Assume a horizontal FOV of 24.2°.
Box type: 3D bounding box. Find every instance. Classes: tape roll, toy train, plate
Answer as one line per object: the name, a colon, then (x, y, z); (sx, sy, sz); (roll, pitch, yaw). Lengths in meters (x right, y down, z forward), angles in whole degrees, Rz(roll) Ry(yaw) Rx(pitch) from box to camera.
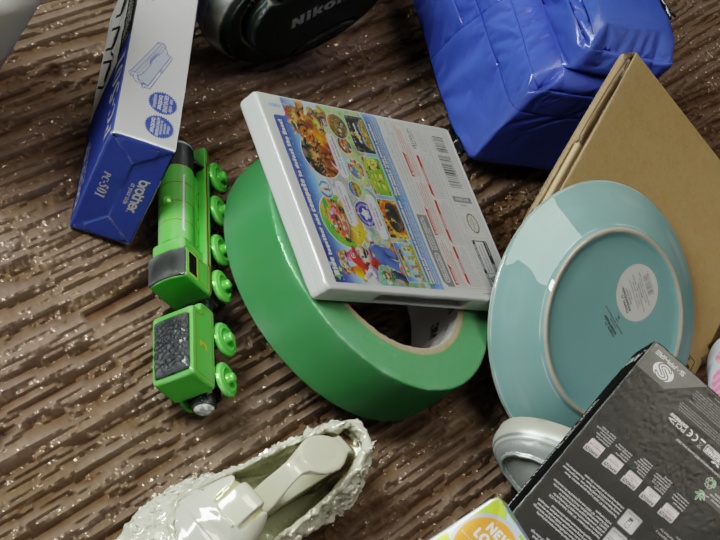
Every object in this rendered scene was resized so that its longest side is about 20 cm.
tape roll: (0.000, 0.000, 1.110); (0.200, 0.048, 0.201); (32, 40, -31)
toy train: (-0.108, -0.001, 1.048); (0.056, 0.042, 0.200); (46, 30, -46)
plate: (0.171, 0.037, 1.176); (0.200, 0.026, 0.201); (-3, 95, -35)

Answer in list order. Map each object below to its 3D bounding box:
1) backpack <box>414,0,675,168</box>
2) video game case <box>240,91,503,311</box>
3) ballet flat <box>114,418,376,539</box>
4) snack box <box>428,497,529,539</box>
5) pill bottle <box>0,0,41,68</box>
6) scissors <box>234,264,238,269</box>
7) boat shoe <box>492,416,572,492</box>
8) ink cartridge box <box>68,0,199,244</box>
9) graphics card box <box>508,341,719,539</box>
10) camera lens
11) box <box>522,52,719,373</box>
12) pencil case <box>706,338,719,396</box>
backpack: (0.146, -0.201, 1.326); (0.162, 0.168, 0.200); (8, 52, -42)
video game case: (0.016, -0.042, 1.107); (0.200, 0.018, 0.143); (5, 57, -50)
ballet flat: (-0.063, 0.132, 0.965); (0.200, 0.072, 0.072); (-27, 75, -47)
snack box: (0.027, 0.230, 0.864); (0.142, 0.200, 0.053); (58, 3, 15)
pill bottle: (-0.246, -0.161, 0.961); (0.113, 0.200, 0.114); (21, 45, -23)
scissors: (-0.046, -0.048, 1.147); (0.073, 0.014, 0.200); (33, 32, -20)
boat shoe: (0.164, 0.176, 1.104); (0.201, 0.070, 0.072); (37, 51, 1)
ink cartridge box: (-0.143, -0.123, 1.091); (0.044, 0.094, 0.200); (17, 47, -16)
graphics card box: (0.166, 0.159, 1.055); (0.125, 0.051, 0.200); (40, 77, 4)
camera lens: (-0.076, -0.265, 1.216); (0.160, 0.160, 0.200); (-12, 64, -44)
box: (0.217, -0.035, 1.239); (0.200, 0.021, 0.164); (45, 64, -30)
pencil case: (0.296, 0.140, 1.213); (0.091, 0.083, 0.200); (2, 56, 9)
